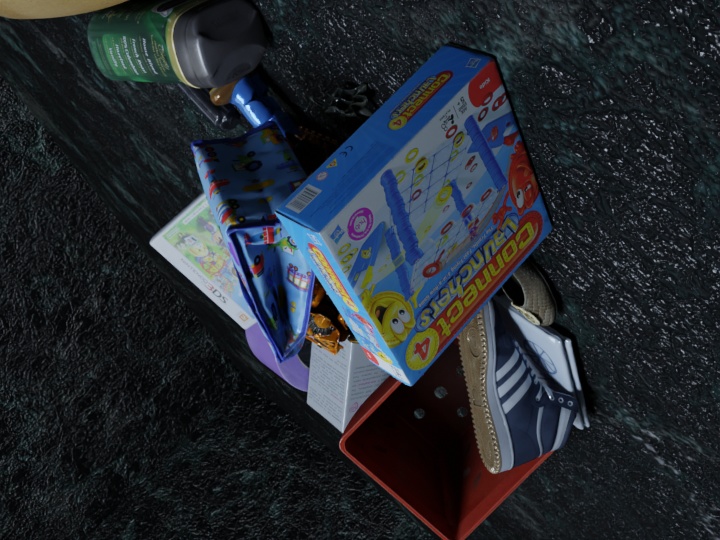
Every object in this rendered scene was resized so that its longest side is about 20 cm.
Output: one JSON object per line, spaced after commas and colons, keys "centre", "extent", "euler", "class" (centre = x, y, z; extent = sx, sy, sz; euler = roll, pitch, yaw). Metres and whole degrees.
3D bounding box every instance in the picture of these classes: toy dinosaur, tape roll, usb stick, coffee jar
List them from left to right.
{"centre": [-0.200, -0.250, 1.028], "extent": [0.199, 0.104, 0.086], "euler": [14, 129, 40], "class": "coffee jar"}
{"centre": [-0.221, -0.249, 1.162], "extent": [0.200, 0.033, 0.055], "euler": [47, -166, 9], "class": "usb stick"}
{"centre": [-0.063, 0.070, 1.381], "extent": [0.085, 0.200, 0.200], "euler": [29, 158, 48], "class": "tape roll"}
{"centre": [-0.005, -0.110, 0.976], "extent": [0.199, 0.103, 0.136], "euler": [3, 157, 38], "class": "toy dinosaur"}

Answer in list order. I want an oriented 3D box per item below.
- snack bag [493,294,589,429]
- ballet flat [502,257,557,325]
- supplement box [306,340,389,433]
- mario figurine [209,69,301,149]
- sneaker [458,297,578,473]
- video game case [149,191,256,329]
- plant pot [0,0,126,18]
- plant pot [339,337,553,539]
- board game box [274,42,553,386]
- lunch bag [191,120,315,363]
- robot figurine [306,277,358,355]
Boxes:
{"centre": [0.180, 0.084, 1.108], "extent": [0.200, 0.021, 0.189], "euler": [37, 162, 41], "class": "snack bag"}
{"centre": [0.133, -0.012, 0.928], "extent": [0.067, 0.046, 0.200], "euler": [24, 154, 56], "class": "ballet flat"}
{"centre": [-0.002, 0.109, 1.320], "extent": [0.103, 0.101, 0.201], "euler": [28, 119, 49], "class": "supplement box"}
{"centre": [-0.101, -0.135, 1.107], "extent": [0.200, 0.123, 0.106], "euler": [50, 145, 0], "class": "mario figurine"}
{"centre": [0.176, 0.115, 1.048], "extent": [0.070, 0.108, 0.201], "euler": [-172, 73, -73], "class": "sneaker"}
{"centre": [-0.154, -0.026, 1.240], "extent": [0.182, 0.022, 0.200], "euler": [44, 128, -16], "class": "video game case"}
{"centre": [-0.308, -0.357, 1.019], "extent": [0.199, 0.187, 0.187], "euler": [16, 151, 31], "class": "plant pot"}
{"centre": [0.109, 0.186, 1.214], "extent": [0.200, 0.200, 0.176], "euler": [42, -172, -8], "class": "plant pot"}
{"centre": [0.054, -0.041, 0.769], "extent": [0.056, 0.200, 0.196], "euler": [28, 158, 43], "class": "board game box"}
{"centre": [-0.093, -0.019, 0.946], "extent": [0.151, 0.094, 0.201], "euler": [-119, 18, -45], "class": "lunch bag"}
{"centre": [-0.032, 0.036, 1.040], "extent": [0.145, 0.058, 0.200], "euler": [31, 156, -2], "class": "robot figurine"}
